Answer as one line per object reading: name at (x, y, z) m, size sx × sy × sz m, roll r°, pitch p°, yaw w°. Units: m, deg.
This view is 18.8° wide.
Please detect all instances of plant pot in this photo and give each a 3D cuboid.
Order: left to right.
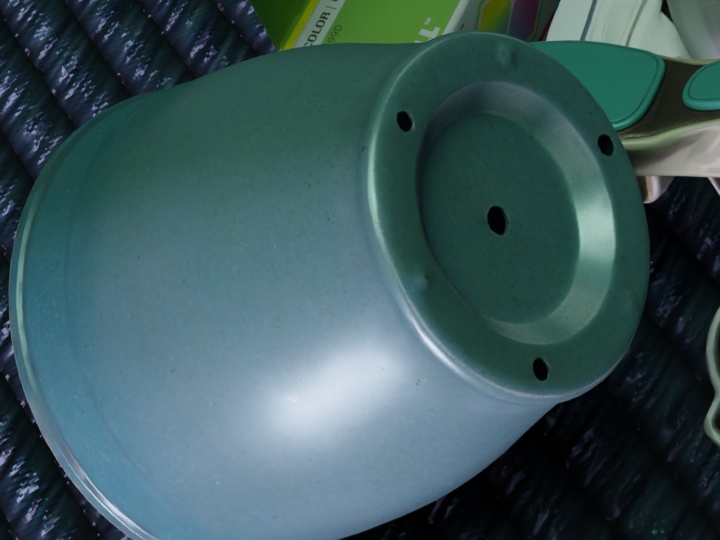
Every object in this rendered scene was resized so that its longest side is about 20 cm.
plant pot at (0.000, 0.000, 0.822) m, size 0.187 × 0.199 × 0.201 m, roll -22°, pitch 50°, yaw 48°

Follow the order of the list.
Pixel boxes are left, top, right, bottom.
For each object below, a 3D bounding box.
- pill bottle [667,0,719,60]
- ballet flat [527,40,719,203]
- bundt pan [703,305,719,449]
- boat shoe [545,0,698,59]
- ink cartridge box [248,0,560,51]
pill bottle at (0.229, -0.151, 0.909) m, size 0.200 × 0.109 × 0.109 m, roll -38°, pitch 56°, yaw -23°
ballet flat at (0.126, -0.052, 0.856) m, size 0.199 × 0.069 × 0.070 m, roll 4°, pitch 63°, yaw 36°
bundt pan at (0.234, 0.053, 0.829) m, size 0.200 × 0.076 × 0.203 m, roll -8°, pitch 60°, yaw 14°
boat shoe at (0.120, -0.090, 0.947) m, size 0.065 × 0.074 × 0.201 m, roll 3°, pitch 65°, yaw 24°
ink cartridge box at (0.025, -0.140, 0.930) m, size 0.075 × 0.200 × 0.148 m, roll 19°, pitch 70°, yaw 26°
